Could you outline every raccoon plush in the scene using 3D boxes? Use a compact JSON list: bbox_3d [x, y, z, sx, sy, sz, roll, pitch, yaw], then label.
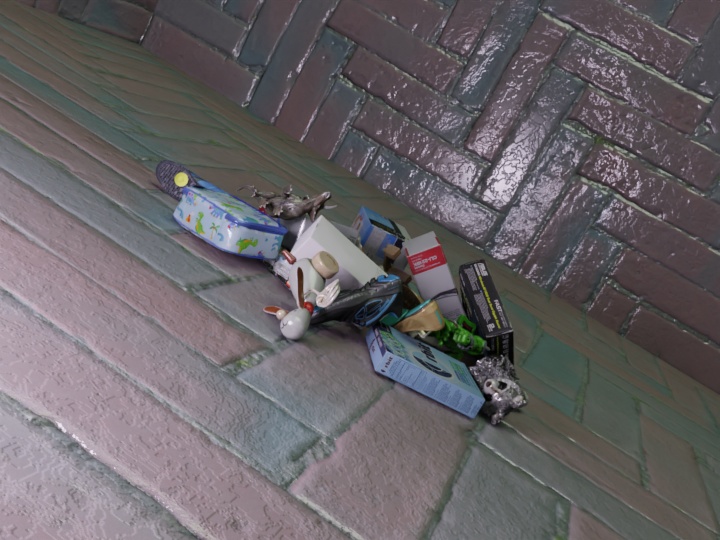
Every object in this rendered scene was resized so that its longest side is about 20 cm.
[{"bbox_3d":[0.288,0.238,1.511,0.200,0.097,0.134,22,22,-34],"label":"raccoon plush"}]

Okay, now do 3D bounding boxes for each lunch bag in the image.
[{"bbox_3d":[-0.251,-0.093,1.569,0.200,0.083,0.161,30,11,37],"label":"lunch bag"}]

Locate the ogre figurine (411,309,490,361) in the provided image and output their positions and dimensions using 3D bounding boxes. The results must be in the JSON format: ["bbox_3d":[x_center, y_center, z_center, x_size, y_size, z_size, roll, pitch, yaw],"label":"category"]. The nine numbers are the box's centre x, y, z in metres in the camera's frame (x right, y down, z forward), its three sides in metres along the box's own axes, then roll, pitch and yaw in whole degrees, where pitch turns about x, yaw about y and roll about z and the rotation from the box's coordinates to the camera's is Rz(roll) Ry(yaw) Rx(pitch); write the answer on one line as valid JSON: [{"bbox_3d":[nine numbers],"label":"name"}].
[{"bbox_3d":[0.180,0.131,1.640,0.120,0.098,0.200,24,-24,-32],"label":"ogre figurine"}]

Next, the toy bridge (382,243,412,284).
[{"bbox_3d":[0.088,0.012,1.881,0.067,0.027,0.200,27,-25,39],"label":"toy bridge"}]

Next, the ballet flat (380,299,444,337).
[{"bbox_3d":[0.094,0.106,1.541,0.063,0.069,0.200,54,-26,-4],"label":"ballet flat"}]

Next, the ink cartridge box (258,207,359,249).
[{"bbox_3d":[-0.120,-0.081,1.733,0.145,0.083,0.200,18,2,-35],"label":"ink cartridge box"}]

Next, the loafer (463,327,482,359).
[{"bbox_3d":[0.272,0.153,1.845,0.068,0.071,0.201,22,14,-30],"label":"loafer"}]

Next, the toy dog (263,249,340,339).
[{"bbox_3d":[-0.107,0.025,1.358,0.096,0.132,0.200,37,10,-11],"label":"toy dog"}]

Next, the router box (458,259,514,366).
[{"bbox_3d":[0.271,0.100,1.738,0.150,0.062,0.200,77,-3,-51],"label":"router box"}]

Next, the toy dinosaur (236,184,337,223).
[{"bbox_3d":[-0.157,-0.127,1.587,0.199,0.077,0.102,2,-17,25],"label":"toy dinosaur"}]

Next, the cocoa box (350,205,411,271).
[{"bbox_3d":[0.039,-0.057,2.004,0.131,0.134,0.200,26,13,-13],"label":"cocoa box"}]

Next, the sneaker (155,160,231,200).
[{"bbox_3d":[-0.350,-0.168,1.742,0.200,0.066,0.078,31,1,2],"label":"sneaker"}]

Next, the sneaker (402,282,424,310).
[{"bbox_3d":[0.101,0.062,1.808,0.090,0.067,0.200,14,13,-44],"label":"sneaker"}]

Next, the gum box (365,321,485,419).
[{"bbox_3d":[0.112,0.174,1.453,0.200,0.045,0.170,28,11,-12],"label":"gum box"}]

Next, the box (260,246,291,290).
[{"bbox_3d":[-0.094,0.012,1.643,0.200,0.040,0.137,18,16,-43],"label":"box"}]

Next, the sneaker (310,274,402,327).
[{"bbox_3d":[-0.007,0.071,1.446,0.199,0.082,0.073,-16,17,-23],"label":"sneaker"}]

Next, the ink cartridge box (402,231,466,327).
[{"bbox_3d":[0.169,0.029,1.840,0.144,0.083,0.201,-95,164,-75],"label":"ink cartridge box"}]

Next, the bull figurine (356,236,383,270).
[{"bbox_3d":[0.000,0.000,1.765,0.200,0.065,0.122,49,-21,40],"label":"bull figurine"}]

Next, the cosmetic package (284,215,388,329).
[{"bbox_3d":[-0.036,0.002,1.552,0.200,0.085,0.108,42,28,-9],"label":"cosmetic package"}]
